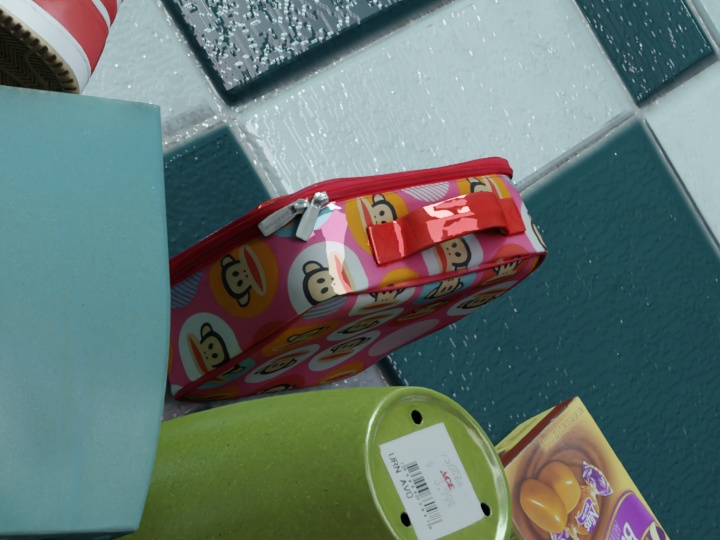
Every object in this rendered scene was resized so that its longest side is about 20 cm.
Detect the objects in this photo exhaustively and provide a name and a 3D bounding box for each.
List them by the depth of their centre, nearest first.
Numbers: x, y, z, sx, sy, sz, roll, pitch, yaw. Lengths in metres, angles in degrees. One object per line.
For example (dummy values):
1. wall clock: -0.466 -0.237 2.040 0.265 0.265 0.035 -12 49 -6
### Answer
1. plant pot: -0.174 0.033 1.162 0.141 0.141 0.201 3 73 -44
2. plant pot: -0.028 0.135 1.196 0.187 0.200 0.188 24 53 -35
3. sneaker: -0.201 -0.186 1.307 0.200 0.071 0.113 48 45 -25
4. lunch bag: 0.000 0.000 1.322 0.200 0.176 0.082 -11 75 -48
5. candy box: 0.136 0.188 1.445 0.201 0.056 0.117 58 40 -5
